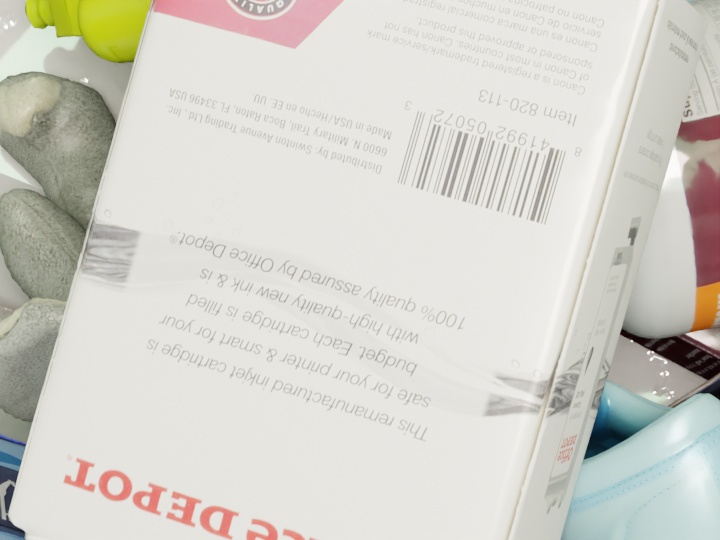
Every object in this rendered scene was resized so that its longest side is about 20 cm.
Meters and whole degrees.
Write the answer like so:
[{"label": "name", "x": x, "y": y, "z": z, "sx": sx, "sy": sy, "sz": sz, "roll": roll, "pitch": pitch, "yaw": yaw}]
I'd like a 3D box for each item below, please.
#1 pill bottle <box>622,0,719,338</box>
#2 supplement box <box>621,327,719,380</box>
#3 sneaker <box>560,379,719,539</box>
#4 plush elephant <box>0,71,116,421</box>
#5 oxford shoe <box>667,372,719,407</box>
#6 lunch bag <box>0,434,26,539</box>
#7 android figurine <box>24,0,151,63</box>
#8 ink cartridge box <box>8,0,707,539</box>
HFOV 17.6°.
[{"label": "pill bottle", "x": 0.128, "y": -0.039, "z": 0.780, "sx": 0.200, "sy": 0.110, "sz": 0.110, "roll": -13, "pitch": 81, "yaw": -3}, {"label": "supplement box", "x": 0.198, "y": 0.013, "z": 0.861, "sx": 0.200, "sy": 0.061, "sz": 0.109, "roll": 28, "pitch": 82, "yaw": 3}, {"label": "sneaker", "x": 0.056, "y": 0.063, "z": 0.755, "sx": 0.074, "sy": 0.200, "sz": 0.082, "roll": -24, "pitch": 104, "yaw": -40}, {"label": "plush elephant", "x": -0.048, "y": -0.006, "z": 0.803, "sx": 0.164, "sy": 0.155, "sz": 0.200, "roll": -5, "pitch": 80, "yaw": -4}, {"label": "oxford shoe", "x": 0.181, "y": 0.042, "z": 0.773, "sx": 0.200, "sy": 0.073, "sz": 0.071, "roll": -28, "pitch": 53, "yaw": 12}, {"label": "lunch bag", "x": -0.118, "y": 0.110, "z": 0.694, "sx": 0.150, "sy": 0.200, "sz": 0.094, "roll": 16, "pitch": 119, "yaw": -20}, {"label": "android figurine", "x": -0.029, "y": -0.112, "z": 0.819, "sx": 0.200, "sy": 0.182, "sz": 0.041, "roll": -6, "pitch": 104, "yaw": 32}, {"label": "ink cartridge box", "x": 0.000, "y": 0.000, "z": 0.671, "sx": 0.146, "sy": 0.083, "sz": 0.200, "roll": 17, "pitch": 93, "yaw": 18}]
